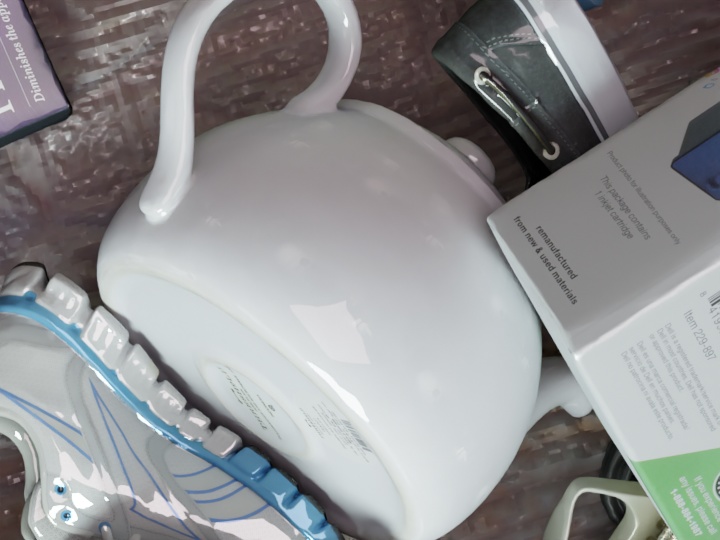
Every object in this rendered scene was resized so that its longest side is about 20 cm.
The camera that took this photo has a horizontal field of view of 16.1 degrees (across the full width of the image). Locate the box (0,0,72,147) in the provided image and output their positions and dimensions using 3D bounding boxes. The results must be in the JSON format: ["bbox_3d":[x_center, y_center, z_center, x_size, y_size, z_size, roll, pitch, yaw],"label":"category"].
[{"bbox_3d":[-0.220,-0.128,1.035,0.141,0.079,0.201,-24,93,-4],"label":"box"}]

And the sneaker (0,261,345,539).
[{"bbox_3d":[-0.089,0.093,1.033,0.200,0.075,0.087,40,68,-1],"label":"sneaker"}]

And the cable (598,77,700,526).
[{"bbox_3d":[0.163,0.019,1.110,0.097,0.050,0.201,12,101,-16],"label":"cable"}]

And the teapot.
[{"bbox_3d":[0.000,0.000,1.015,0.197,0.200,0.146,37,70,11],"label":"teapot"}]

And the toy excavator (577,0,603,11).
[{"bbox_3d":[0.021,-0.184,1.039,0.199,0.100,0.195,-19,90,15],"label":"toy excavator"}]

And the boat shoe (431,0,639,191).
[{"bbox_3d":[0.089,-0.032,1.018,0.056,0.069,0.200,-34,121,-6],"label":"boat shoe"}]

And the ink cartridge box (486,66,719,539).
[{"bbox_3d":[0.169,-0.006,0.960,0.199,0.088,0.146,-32,134,2],"label":"ink cartridge box"}]

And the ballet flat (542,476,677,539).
[{"bbox_3d":[0.124,0.102,1.065,0.075,0.068,0.200,32,103,-7],"label":"ballet flat"}]
